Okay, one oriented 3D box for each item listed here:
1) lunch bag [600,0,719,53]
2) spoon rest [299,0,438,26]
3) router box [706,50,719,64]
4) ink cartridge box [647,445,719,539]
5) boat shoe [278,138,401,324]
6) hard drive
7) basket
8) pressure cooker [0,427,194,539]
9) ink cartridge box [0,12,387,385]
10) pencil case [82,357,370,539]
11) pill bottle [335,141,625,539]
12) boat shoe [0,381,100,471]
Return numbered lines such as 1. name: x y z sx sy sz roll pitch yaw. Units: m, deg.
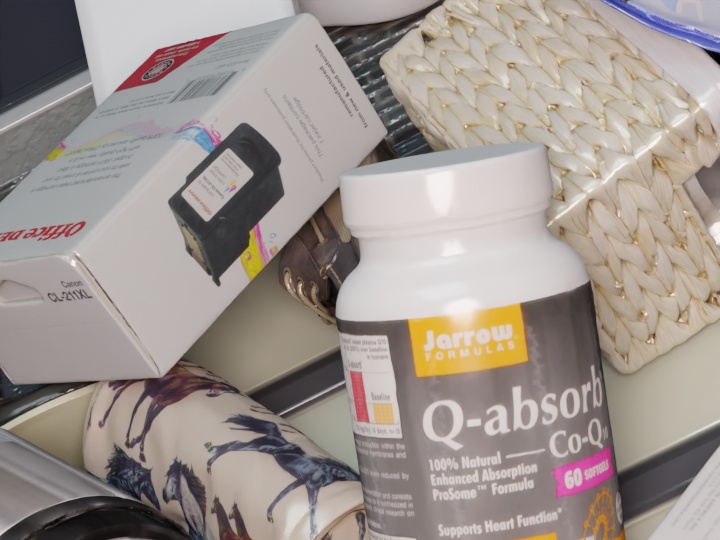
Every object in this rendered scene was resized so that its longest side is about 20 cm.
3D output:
1. lunch bag: 0.179 -0.181 1.193 0.199 0.125 0.170 18 25 18
2. spoon rest: -0.029 -0.183 1.528 0.198 0.061 0.100 -4 48 11
3. router box: 0.240 -0.186 1.353 0.149 0.051 0.200 14 60 40
4. ink cartridge box: 0.217 0.143 1.059 0.199 0.047 0.160 26 65 38
5. boat shoe: 0.000 0.000 1.317 0.073 0.075 0.200 -32 31 14
6. hard drive: -0.094 -0.121 1.461 0.131 0.026 0.201 -20 65 13
7. basket: 0.115 -0.062 1.252 0.123 0.136 0.200 -37 41 0
8. pressure cooker: -0.158 0.174 1.152 0.199 0.179 0.176 20 59 43
9. ink cartridge box: -0.105 -0.035 1.299 0.145 0.083 0.200 -5 36 51
10. pencil case: -0.055 0.114 1.224 0.077 0.090 0.200 -12 28 -37
11. pill bottle: 0.051 0.049 1.115 0.116 0.201 0.116 -9 7 1
12. boat shoe: -0.195 0.094 1.331 0.201 0.074 0.063 -29 48 10
